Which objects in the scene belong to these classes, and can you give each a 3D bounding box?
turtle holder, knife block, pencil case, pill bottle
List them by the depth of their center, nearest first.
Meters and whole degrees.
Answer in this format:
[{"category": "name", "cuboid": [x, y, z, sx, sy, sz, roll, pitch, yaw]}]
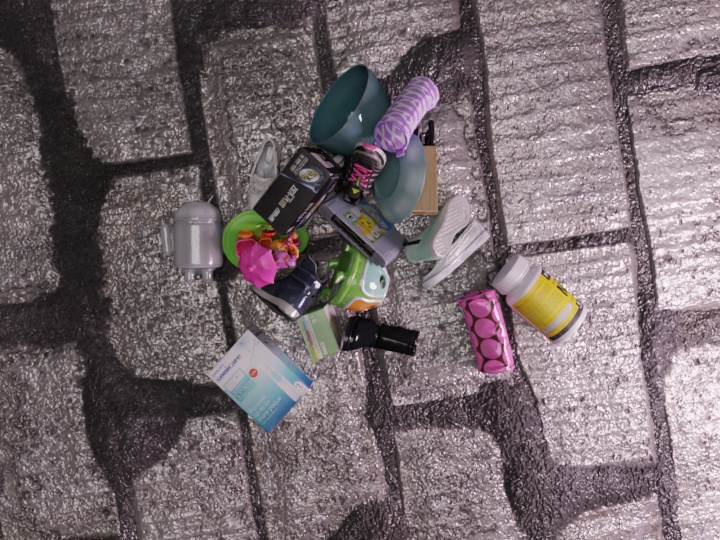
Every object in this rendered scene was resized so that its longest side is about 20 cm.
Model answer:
[{"category": "pencil case", "cuboid": [0.102, -0.332, 1.352, 0.086, 0.083, 0.201, 47, 53, -21]}, {"category": "knife block", "cuboid": [0.137, -0.242, 1.414, 0.063, 0.201, 0.178, 0, 122, -1]}, {"category": "pill bottle", "cuboid": [0.406, 0.063, 1.447, 0.199, 0.114, 0.115, 40, 93, -1]}, {"category": "turtle holder", "cuboid": [-0.005, 0.010, 1.456, 0.130, 0.187, 0.142, 23, 127, -14]}, {"category": "pencil case", "cuboid": [0.290, 0.144, 1.467, 0.093, 0.091, 0.203, -18, 94, -6]}]

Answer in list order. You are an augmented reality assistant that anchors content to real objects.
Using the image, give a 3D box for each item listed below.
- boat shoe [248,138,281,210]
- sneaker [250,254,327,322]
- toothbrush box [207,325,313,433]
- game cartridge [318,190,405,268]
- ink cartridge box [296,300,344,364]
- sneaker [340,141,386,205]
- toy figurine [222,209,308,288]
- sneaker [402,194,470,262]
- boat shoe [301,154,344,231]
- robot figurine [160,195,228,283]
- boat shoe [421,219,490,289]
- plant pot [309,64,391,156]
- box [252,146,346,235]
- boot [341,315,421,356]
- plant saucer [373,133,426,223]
[{"category": "boat shoe", "cuboid": [-0.227, -0.207, 1.471, 0.070, 0.069, 0.203, 6, 93, -1]}, {"category": "sneaker", "cuboid": [-0.160, 0.029, 1.447, 0.147, 0.201, 0.077, -52, 126, -14]}, {"category": "toothbrush box", "cuboid": [-0.232, 0.252, 1.484, 0.200, 0.085, 0.147, 44, 93, 0]}, {"category": "game cartridge", "cuboid": [0.009, -0.101, 1.440, 0.200, 0.133, 0.041, 42, 123, 5]}, {"category": "ink cartridge box", "cuboid": [-0.084, 0.134, 1.417, 0.059, 0.200, 0.105, -19, 92, 4]}, {"category": "sneaker", "cuboid": [0.001, -0.202, 1.369, 0.073, 0.200, 0.088, 23, 69, -3]}, {"category": "toy figurine", "cuboid": [-0.197, -0.032, 1.379, 0.197, 0.184, 0.152, -3, 115, -14]}, {"category": "sneaker", "cuboid": [0.172, -0.097, 1.461, 0.074, 0.118, 0.201, 51, 53, -20]}, {"category": "boat shoe", "cuboid": [-0.092, -0.178, 1.470, 0.065, 0.072, 0.201, 38, 93, -5]}, {"category": "robot figurine", "cuboid": [-0.374, -0.072, 1.458, 0.167, 0.113, 0.203, 0, 93, -16]}, {"category": "boat shoe", "cuboid": [0.209, -0.038, 1.475, 0.200, 0.074, 0.065, -41, 86, -8]}, {"category": "plant pot", "cuboid": [-0.002, -0.335, 1.418, 0.134, 0.200, 0.202, 30, 93, -32]}, {"category": "box", "cuboid": [-0.124, -0.171, 1.341, 0.086, 0.200, 0.164, 41, 101, -1]}, {"category": "boot", "cuboid": [0.049, 0.155, 1.423, 0.160, 0.198, 0.074, 15, 96, 7]}, {"category": "plant saucer", "cuboid": [0.073, -0.208, 1.405, 0.038, 0.200, 0.204, 7, 93, -28]}]
